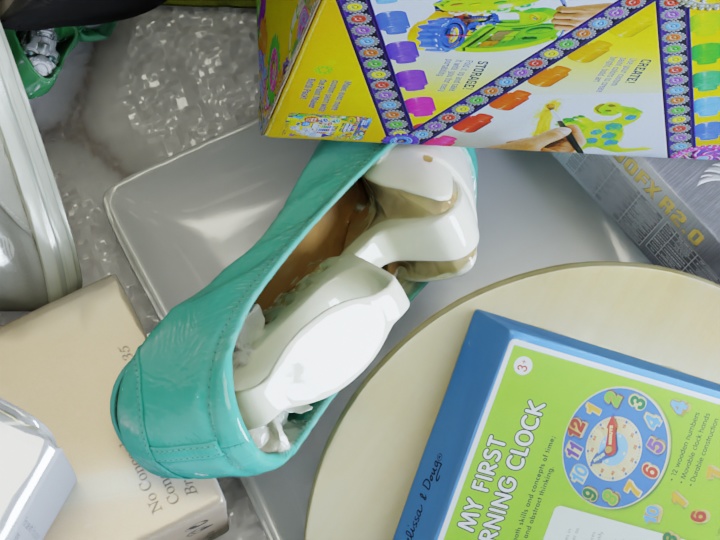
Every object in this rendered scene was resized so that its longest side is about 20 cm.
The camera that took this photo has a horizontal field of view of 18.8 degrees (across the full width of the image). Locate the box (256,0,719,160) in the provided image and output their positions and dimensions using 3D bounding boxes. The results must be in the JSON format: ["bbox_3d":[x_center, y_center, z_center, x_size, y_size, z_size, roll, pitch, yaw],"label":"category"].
[{"bbox_3d":[0.067,-0.154,0.724,0.192,0.122,0.201,2,69,-13],"label":"box"}]

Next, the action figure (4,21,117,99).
[{"bbox_3d":[-0.114,-0.160,0.810,0.118,0.055,0.201,8,79,-26],"label":"action figure"}]

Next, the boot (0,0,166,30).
[{"bbox_3d":[-0.080,-0.166,0.693,0.073,0.200,0.151,-7,87,-22],"label":"boot"}]

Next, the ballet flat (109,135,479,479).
[{"bbox_3d":[0.000,0.000,0.733,0.070,0.068,0.200,8,45,41],"label":"ballet flat"}]

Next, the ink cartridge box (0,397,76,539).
[{"bbox_3d":[-0.197,0.108,0.662,0.145,0.088,0.201,28,79,3],"label":"ink cartridge box"}]

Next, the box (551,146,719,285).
[{"bbox_3d":[0.130,-0.095,0.808,0.158,0.048,0.200,-37,81,-24],"label":"box"}]

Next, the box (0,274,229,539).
[{"bbox_3d":[-0.153,0.090,0.753,0.199,0.078,0.095,-27,79,-9],"label":"box"}]

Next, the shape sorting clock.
[{"bbox_3d":[0.079,0.094,0.751,0.199,0.039,0.201,-3,106,-9],"label":"shape sorting clock"}]

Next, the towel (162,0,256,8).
[{"bbox_3d":[-0.069,-0.146,0.848,0.199,0.018,0.086,2,76,-2],"label":"towel"}]

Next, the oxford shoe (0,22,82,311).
[{"bbox_3d":[-0.153,-0.076,0.750,0.058,0.075,0.201,-19,94,-13],"label":"oxford shoe"}]

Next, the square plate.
[{"bbox_3d":[0.034,0.016,0.806,0.199,0.028,0.199,-26,78,-9],"label":"square plate"}]
